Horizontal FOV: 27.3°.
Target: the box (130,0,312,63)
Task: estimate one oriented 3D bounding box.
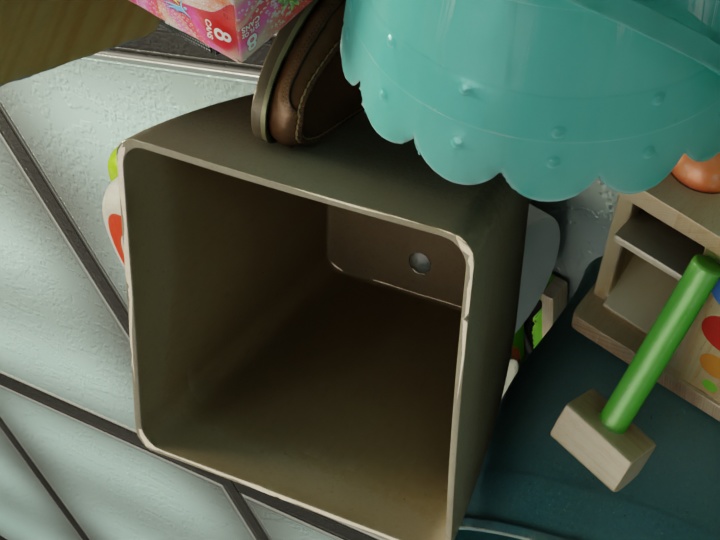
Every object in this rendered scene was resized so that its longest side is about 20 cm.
[{"bbox_3d":[-0.033,-0.210,0.723,0.094,0.200,0.103,31,149,22],"label":"box"}]

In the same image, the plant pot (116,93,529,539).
[{"bbox_3d":[0.000,0.000,0.827,0.198,0.177,0.202,17,127,21],"label":"plant pot"}]

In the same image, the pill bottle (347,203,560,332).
[{"bbox_3d":[0.025,-0.037,0.989,0.199,0.114,0.114,30,150,26],"label":"pill bottle"}]

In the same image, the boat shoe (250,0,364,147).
[{"bbox_3d":[0.019,-0.128,0.773,0.068,0.200,0.072,27,144,17],"label":"boat shoe"}]

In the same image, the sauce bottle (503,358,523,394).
[{"bbox_3d":[0.174,0.125,1.016,0.199,0.066,0.066,33,156,-14],"label":"sauce bottle"}]

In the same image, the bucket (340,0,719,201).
[{"bbox_3d":[0.089,-0.146,0.660,0.206,0.207,0.136,31,147,23],"label":"bucket"}]

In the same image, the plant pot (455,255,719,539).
[{"bbox_3d":[0.168,0.100,0.871,0.198,0.190,0.200,19,162,6],"label":"plant pot"}]

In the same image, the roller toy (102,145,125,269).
[{"bbox_3d":[-0.097,-0.022,1.152,0.182,0.139,0.201,17,140,59],"label":"roller toy"}]

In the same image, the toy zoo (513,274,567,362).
[{"bbox_3d":[0.066,0.010,1.104,0.199,0.020,0.132,29,150,27],"label":"toy zoo"}]

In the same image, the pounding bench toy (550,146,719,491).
[{"bbox_3d":[0.178,0.002,0.736,0.124,0.200,0.157,33,152,20],"label":"pounding bench toy"}]

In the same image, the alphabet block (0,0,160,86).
[{"bbox_3d":[-0.202,-0.246,0.836,0.195,0.196,0.201,44,132,12],"label":"alphabet block"}]

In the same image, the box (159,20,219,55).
[{"bbox_3d":[-0.172,-0.265,1.011,0.199,0.048,0.194,30,147,26],"label":"box"}]

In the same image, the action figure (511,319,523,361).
[{"bbox_3d":[0.052,0.085,1.097,0.199,0.105,0.195,20,135,33],"label":"action figure"}]
